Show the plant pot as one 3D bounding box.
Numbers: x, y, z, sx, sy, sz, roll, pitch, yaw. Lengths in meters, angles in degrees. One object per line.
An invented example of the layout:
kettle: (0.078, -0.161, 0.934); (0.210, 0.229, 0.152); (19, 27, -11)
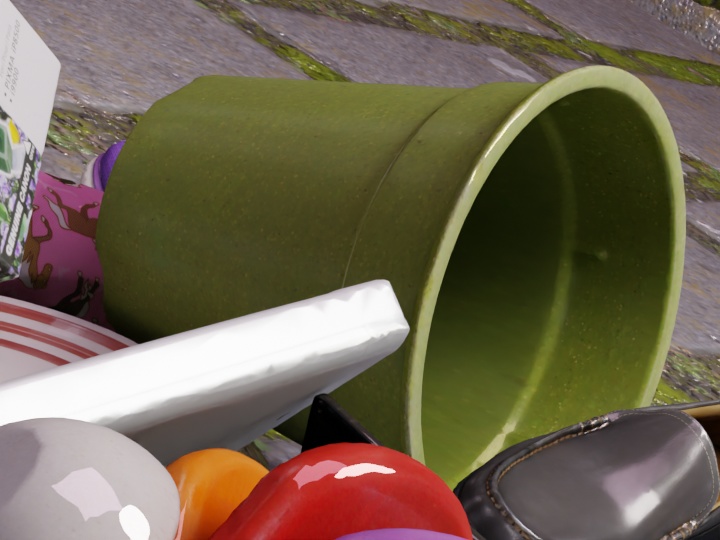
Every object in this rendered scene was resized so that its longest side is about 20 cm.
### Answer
plant pot: (0.000, 0.000, 1.095); (0.189, 0.202, 0.200); (15, 7, 32)

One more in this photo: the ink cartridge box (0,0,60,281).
ink cartridge box: (-0.187, -0.091, 1.020); (0.200, 0.050, 0.110); (54, 34, -47)

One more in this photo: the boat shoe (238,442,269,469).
boat shoe: (-0.061, 0.083, 1.028); (0.073, 0.063, 0.201); (25, 15, -9)

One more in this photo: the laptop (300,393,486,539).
laptop: (0.070, 0.139, 0.941); (0.116, 0.201, 0.187); (-32, 61, -34)

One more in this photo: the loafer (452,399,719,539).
loafer: (0.100, 0.078, 1.020); (0.073, 0.072, 0.200); (50, 25, 17)

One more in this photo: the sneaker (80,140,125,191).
sneaker: (-0.058, -0.014, 1.325); (0.080, 0.084, 0.200); (10, 21, -48)

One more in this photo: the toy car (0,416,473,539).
toy car: (-0.020, 0.119, 0.717); (0.176, 0.149, 0.200); (60, -4, -31)

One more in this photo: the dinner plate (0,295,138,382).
dinner plate: (-0.158, 0.043, 1.007); (0.199, 0.024, 0.200); (10, 16, -3)

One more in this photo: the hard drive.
hard drive: (-0.096, 0.055, 0.847); (0.199, 0.132, 0.026); (-16, 77, -42)

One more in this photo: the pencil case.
pencil case: (-0.169, -0.019, 1.152); (0.199, 0.086, 0.083); (18, 53, -33)
